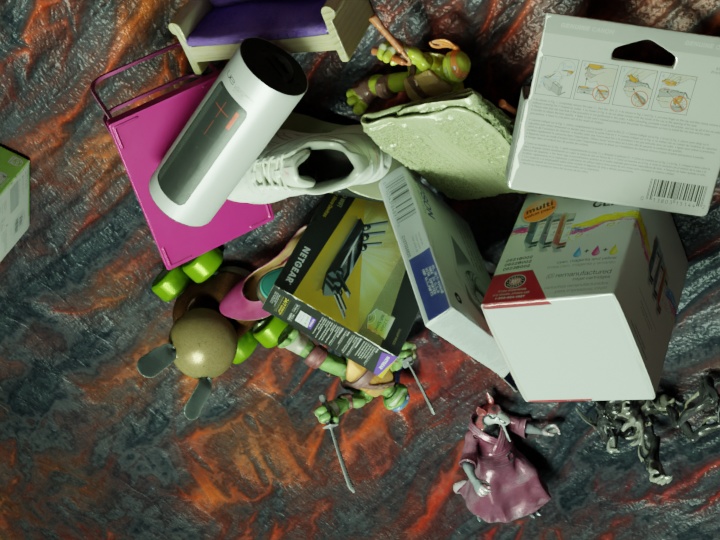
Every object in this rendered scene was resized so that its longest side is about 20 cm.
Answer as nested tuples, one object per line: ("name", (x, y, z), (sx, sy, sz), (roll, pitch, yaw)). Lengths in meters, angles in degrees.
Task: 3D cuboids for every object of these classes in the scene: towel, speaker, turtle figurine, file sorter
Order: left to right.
("file sorter", (-0.205, -0.136, 1.321), (0.126, 0.138, 0.201), (50, 161, 48))
("speaker", (-0.135, -0.139, 1.181), (0.081, 0.081, 0.200), (36, 125, -10))
("turtle figurine", (-0.004, 0.128, 1.476), (0.194, 0.201, 0.144), (43, 126, -13))
("turtle figurine", (0.057, -0.195, 1.183), (0.199, 0.065, 0.161), (26, 154, -29))
("towel", (0.105, -0.123, 1.200), (0.147, 0.037, 0.199), (-6, 156, 37))

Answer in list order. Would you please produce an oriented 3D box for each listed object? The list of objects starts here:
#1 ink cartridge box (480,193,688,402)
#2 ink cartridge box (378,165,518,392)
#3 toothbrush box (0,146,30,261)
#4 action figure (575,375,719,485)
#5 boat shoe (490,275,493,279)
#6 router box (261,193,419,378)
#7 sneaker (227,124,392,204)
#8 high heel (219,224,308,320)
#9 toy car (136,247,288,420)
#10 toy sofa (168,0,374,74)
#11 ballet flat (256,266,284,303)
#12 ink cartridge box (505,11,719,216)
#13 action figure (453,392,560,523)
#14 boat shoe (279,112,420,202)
("ink cartridge box", (0.237, 0.014, 1.203), (0.144, 0.201, 0.145), (-7, 127, 33))
("ink cartridge box", (0.109, 0.010, 1.252), (0.040, 0.201, 0.200), (-32, 141, 19))
("toothbrush box", (-0.561, -0.120, 1.599), (0.198, 0.086, 0.146), (24, 140, 3))
("action figure", (0.351, 0.190, 1.401), (0.199, 0.103, 0.119), (-16, 136, 38))
("boat shoe", (0.196, 0.065, 1.377), (0.198, 0.074, 0.070), (18, 134, 12))
("router box", (0.000, 0.000, 1.319), (0.156, 0.201, 0.052), (29, 140, -3))
("sneaker", (-0.072, -0.111, 1.224), (0.198, 0.099, 0.079), (-11, 99, 20))
("high heel", (-0.112, 0.001, 1.432), (0.198, 0.068, 0.096), (-18, 145, 27))
("toy car", (-0.214, 0.096, 1.541), (0.164, 0.201, 0.157), (44, 137, -19))
("toy sofa", (-0.095, -0.267, 1.183), (0.198, 0.083, 0.098), (1, 135, 29))
("ballet flat", (-0.028, 0.029, 1.390), (0.198, 0.069, 0.069), (-4, 156, -13))
("ink cartridge box", (0.251, -0.151, 1.102), (0.198, 0.045, 0.178), (8, 117, -2))
("action figure", (0.189, 0.243, 1.578), (0.149, 0.133, 0.202), (-136, 26, -61))
("boat shoe", (-0.028, -0.123, 1.313), (0.199, 0.074, 0.063), (19, 162, 4))
